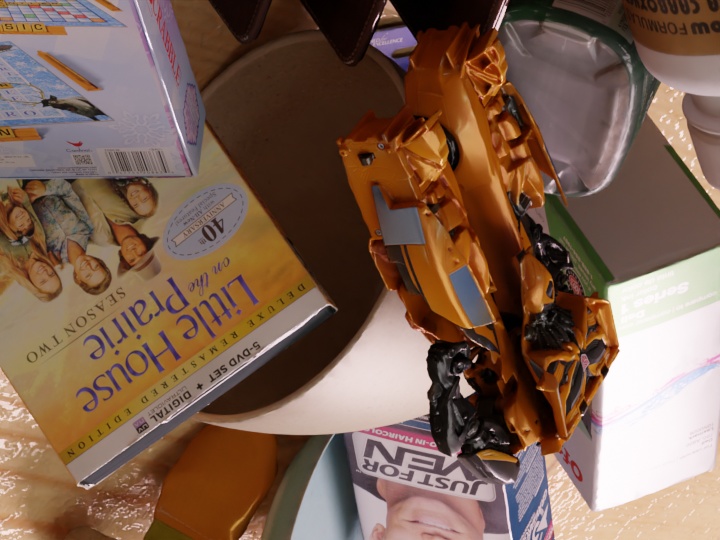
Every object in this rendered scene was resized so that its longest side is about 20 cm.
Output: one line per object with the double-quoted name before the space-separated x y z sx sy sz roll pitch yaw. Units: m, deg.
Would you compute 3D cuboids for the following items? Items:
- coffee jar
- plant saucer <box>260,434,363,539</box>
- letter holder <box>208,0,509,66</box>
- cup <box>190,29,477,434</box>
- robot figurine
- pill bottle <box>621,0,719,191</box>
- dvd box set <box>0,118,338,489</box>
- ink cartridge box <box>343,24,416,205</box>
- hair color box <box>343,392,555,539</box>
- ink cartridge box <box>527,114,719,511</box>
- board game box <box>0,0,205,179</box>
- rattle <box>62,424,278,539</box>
"coffee jar" 0.118 -0.131 1.406 0.200 0.085 0.104 -59 166 -49
"plant saucer" -0.023 0.175 1.667 0.027 0.200 0.200 9 145 18
"letter holder" 0.006 -0.186 1.294 0.100 0.142 0.200 -9 136 -28
"cup" 0.000 0.000 1.432 0.143 0.200 0.200 26 114 -42
"robot figurine" 0.059 -0.002 1.307 0.058 0.145 0.200 -7 122 33
"pill bottle" 0.169 -0.139 1.275 0.114 0.114 0.200 -25 117 -11
"dvd box set" -0.125 -0.021 1.339 0.146 0.200 0.029 -35 168 3
"ink cartridge box" 0.025 -0.048 1.546 0.095 0.037 0.200 -12 135 -24
"hair color box" 0.052 0.121 1.661 0.200 0.100 0.061 79 30 -45
"ink cartridge box" 0.134 0.014 1.597 0.084 0.145 0.200 -20 141 -15
"board game box" -0.182 -0.110 1.234 0.200 0.041 0.200 0 147 9
"rattle" -0.083 0.190 1.683 0.200 0.130 0.143 56 47 -42
